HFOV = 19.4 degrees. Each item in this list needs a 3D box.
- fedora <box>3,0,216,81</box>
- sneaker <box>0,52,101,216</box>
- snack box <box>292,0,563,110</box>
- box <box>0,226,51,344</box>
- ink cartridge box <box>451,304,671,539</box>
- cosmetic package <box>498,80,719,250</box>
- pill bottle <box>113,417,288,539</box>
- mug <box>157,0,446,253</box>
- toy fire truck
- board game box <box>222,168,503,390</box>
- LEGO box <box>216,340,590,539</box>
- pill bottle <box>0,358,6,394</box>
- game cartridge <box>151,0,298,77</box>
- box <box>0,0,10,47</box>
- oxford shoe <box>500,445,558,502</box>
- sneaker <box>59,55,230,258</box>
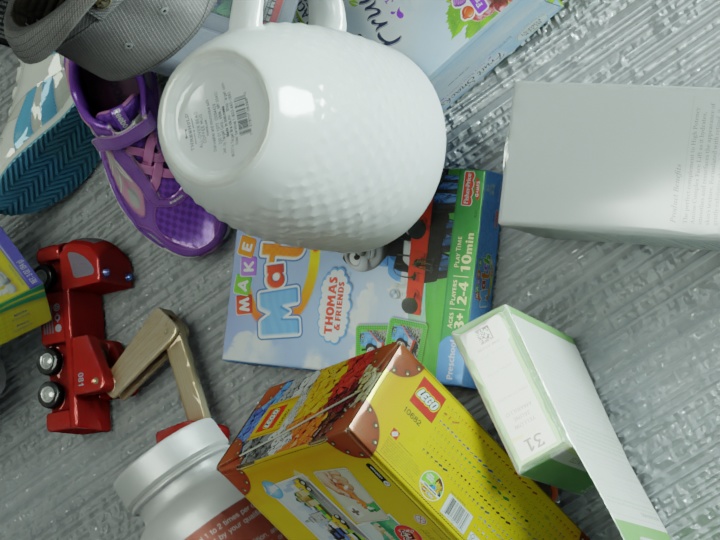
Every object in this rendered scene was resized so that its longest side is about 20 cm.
[{"bbox_3d":[-0.142,-0.199,1.371,0.200,0.090,0.177,-48,27,13],"label":"fedora"},{"bbox_3d":[-0.235,-0.133,1.636,0.081,0.076,0.200,38,95,35],"label":"sneaker"},{"bbox_3d":[0.021,-0.214,1.497,0.169,0.068,0.200,-39,66,22],"label":"snack box"},{"bbox_3d":[-0.346,0.031,1.569,0.200,0.048,0.117,-29,52,-19],"label":"box"},{"bbox_3d":[0.139,0.126,1.341,0.048,0.145,0.201,-29,71,15],"label":"ink cartridge box"},{"bbox_3d":[0.197,-0.067,1.378,0.199,0.074,0.102,6,87,32],"label":"cosmetic package"},{"bbox_3d":[-0.081,0.207,1.456,0.112,0.112,0.200,-39,79,20],"label":"pill bottle"},{"bbox_3d":[-0.047,-0.116,1.389,0.147,0.175,0.201,-1,86,30],"label":"mug"},{"bbox_3d":[-0.174,0.068,1.583,0.141,0.049,0.201,-11,77,28],"label":"toy fire truck"},{"bbox_3d":[0.000,0.000,1.501,0.199,0.037,0.152,4,86,31],"label":"board game box"},{"bbox_3d":[0.030,0.154,1.349,0.149,0.200,0.077,-22,27,50],"label":"LEGO box"},{"bbox_3d":[-0.381,0.123,1.658,0.200,0.111,0.112,-46,64,16],"label":"pill bottle"},{"bbox_3d":[-0.099,-0.228,1.466,0.133,0.041,0.201,16,98,-11],"label":"game cartridge"},{"bbox_3d":[-0.277,-0.287,1.655,0.122,0.106,0.201,28,97,29],"label":"box"},{"bbox_3d":[0.041,0.121,1.443,0.199,0.073,0.072,10,127,12],"label":"oxford shoe"},{"bbox_3d":[-0.163,-0.097,1.545,0.080,0.088,0.201,-28,96,1],"label":"sneaker"}]
